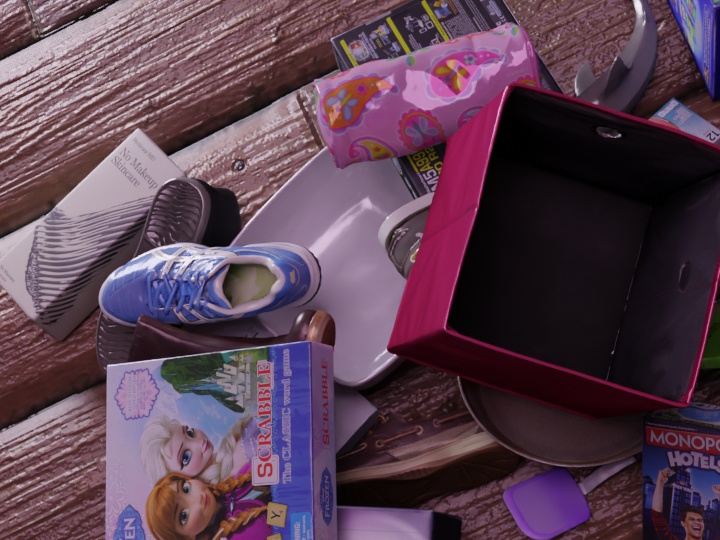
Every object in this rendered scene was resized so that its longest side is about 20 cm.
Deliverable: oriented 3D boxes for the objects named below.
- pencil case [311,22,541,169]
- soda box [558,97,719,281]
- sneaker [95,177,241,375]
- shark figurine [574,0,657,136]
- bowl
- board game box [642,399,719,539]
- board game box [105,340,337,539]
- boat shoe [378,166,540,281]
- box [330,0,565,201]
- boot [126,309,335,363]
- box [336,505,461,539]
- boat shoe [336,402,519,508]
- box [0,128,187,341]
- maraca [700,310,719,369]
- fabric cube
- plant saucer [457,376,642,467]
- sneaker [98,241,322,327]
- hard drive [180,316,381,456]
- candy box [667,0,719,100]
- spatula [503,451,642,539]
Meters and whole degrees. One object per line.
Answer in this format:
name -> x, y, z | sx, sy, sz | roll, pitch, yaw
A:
pencil case -> 0.060, -0.151, 1.473 | 0.199, 0.088, 0.088 | -18, 66, -1
soda box -> 0.231, -0.057, 1.496 | 0.200, 0.068, 0.064 | -42, 59, -13
sneaker -> -0.170, 0.013, 1.591 | 0.075, 0.106, 0.201 | 28, 99, 20
shark figurine -> 0.235, -0.195, 1.558 | 0.128, 0.090, 0.215 | 21, 78, 20
bowl -> 0.000, 0.000, 1.549 | 0.200, 0.075, 0.200 | 40, 81, 26
board game box -> 0.326, 0.163, 1.347 | 0.199, 0.062, 0.201 | 9, 113, 29
board game box -> -0.114, 0.166, 1.371 | 0.199, 0.041, 0.201 | -9, 75, 27
boat shoe -> 0.115, -0.053, 1.465 | 0.201, 0.072, 0.060 | -29, 52, -1
box -> 0.086, -0.160, 1.543 | 0.160, 0.044, 0.200 | -27, 62, -4
boot -> -0.117, 0.079, 1.454 | 0.166, 0.200, 0.072 | 26, 45, 3
box -> -0.027, 0.294, 1.406 | 0.199, 0.123, 0.199 | -1, 77, 15
boat shoe -> 0.036, 0.160, 1.490 | 0.199, 0.072, 0.072 | -17, 52, 8
box -> -0.250, -0.034, 1.635 | 0.200, 0.068, 0.082 | -46, 64, -4
maraca -> 0.355, 0.065, 1.409 | 0.199, 0.137, 0.108 | 8, 109, 24
fabric cube -> 0.154, -0.007, 1.329 | 0.195, 0.199, 0.201 | 17, 80, -8
plant saucer -> 0.183, 0.089, 1.467 | 0.199, 0.032, 0.201 | -3, 54, 4
sneaker -> -0.138, 0.009, 1.487 | 0.199, 0.077, 0.076 | -10, 90, 13
hard drive -> -0.096, 0.116, 1.560 | 0.200, 0.026, 0.132 | 40, 84, 24
candy box -> 0.311, -0.283, 1.525 | 0.077, 0.169, 0.201 | -20, 66, 2
spatula -> 0.220, 0.167, 1.458 | 0.199, 0.021, 0.057 | -29, 63, 2
